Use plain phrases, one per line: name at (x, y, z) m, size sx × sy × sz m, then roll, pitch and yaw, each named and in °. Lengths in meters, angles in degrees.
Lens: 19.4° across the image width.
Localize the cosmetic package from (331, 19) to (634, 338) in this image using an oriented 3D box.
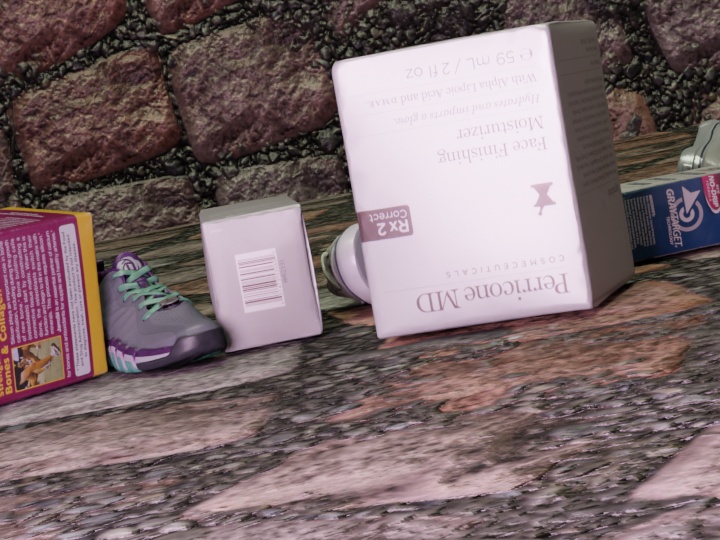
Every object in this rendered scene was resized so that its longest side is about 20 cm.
cosmetic package at (0.093, -0.069, 1.528) m, size 0.164 × 0.202 × 0.165 m, roll -9°, pitch 4°, yaw 19°

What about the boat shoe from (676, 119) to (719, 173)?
boat shoe at (0.382, -0.109, 2.217) m, size 0.066 × 0.074 × 0.200 m, roll 6°, pitch 20°, yaw 17°

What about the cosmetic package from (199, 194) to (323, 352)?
cosmetic package at (-0.083, -0.001, 1.698) m, size 0.089 × 0.108 × 0.200 m, roll -11°, pitch 7°, yaw -1°

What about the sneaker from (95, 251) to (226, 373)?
sneaker at (-0.171, 0.030, 1.630) m, size 0.074 × 0.088 × 0.200 m, roll -14°, pitch 5°, yaw -30°

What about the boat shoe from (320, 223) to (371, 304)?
boat shoe at (0.000, 0.000, 1.778) m, size 0.065 × 0.074 × 0.200 m, roll -14°, pitch -6°, yaw 14°

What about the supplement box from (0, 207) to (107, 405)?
supplement box at (-0.299, 0.033, 1.576) m, size 0.103 × 0.132 × 0.199 m, roll 5°, pitch 13°, yaw 42°

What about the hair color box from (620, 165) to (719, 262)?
hair color box at (0.222, -0.040, 1.734) m, size 0.198 × 0.061 × 0.100 m, roll -12°, pitch 5°, yaw -10°
